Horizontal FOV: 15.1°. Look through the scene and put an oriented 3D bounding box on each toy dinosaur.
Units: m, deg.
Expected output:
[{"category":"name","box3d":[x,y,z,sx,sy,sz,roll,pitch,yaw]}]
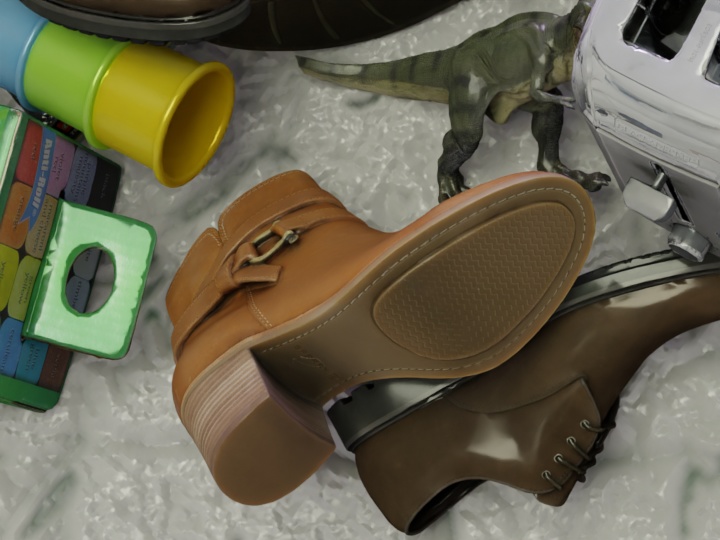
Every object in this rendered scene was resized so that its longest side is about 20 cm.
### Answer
[{"category":"toy dinosaur","box3d":[0.058,-0.069,1.183,0.199,0.047,0.089,-7,105,45]}]

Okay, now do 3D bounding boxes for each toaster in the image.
[{"category":"toaster","box3d":[0.165,-0.102,1.057,0.113,0.129,0.201,29,88,23]}]

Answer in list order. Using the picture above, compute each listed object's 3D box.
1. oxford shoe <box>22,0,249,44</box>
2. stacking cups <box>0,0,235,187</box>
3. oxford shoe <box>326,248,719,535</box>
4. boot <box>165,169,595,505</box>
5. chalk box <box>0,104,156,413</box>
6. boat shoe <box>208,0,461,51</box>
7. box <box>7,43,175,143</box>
[{"category":"oxford shoe","box3d":[-0.125,-0.162,1.174,0.200,0.073,0.085,34,135,30]},{"category":"stacking cups","box3d":[-0.153,-0.106,1.216,0.199,0.060,0.061,28,89,20]},{"category":"oxford shoe","box3d":[0.089,0.052,1.153,0.199,0.073,0.085,-31,75,22]},{"category":"boot","box3d":[0.000,0.000,1.159,0.200,0.077,0.155,-43,29,11]},{"category":"chalk box","box3d":[-0.192,-0.013,1.219,0.199,0.124,0.126,13,84,19]},{"category":"boat shoe","box3d":[0.017,-0.153,1.216,0.199,0.072,0.068,-13,71,5]},{"category":"box","box3d":[-0.113,-0.176,1.270,0.200,0.040,0.137,-45,70,5]}]
